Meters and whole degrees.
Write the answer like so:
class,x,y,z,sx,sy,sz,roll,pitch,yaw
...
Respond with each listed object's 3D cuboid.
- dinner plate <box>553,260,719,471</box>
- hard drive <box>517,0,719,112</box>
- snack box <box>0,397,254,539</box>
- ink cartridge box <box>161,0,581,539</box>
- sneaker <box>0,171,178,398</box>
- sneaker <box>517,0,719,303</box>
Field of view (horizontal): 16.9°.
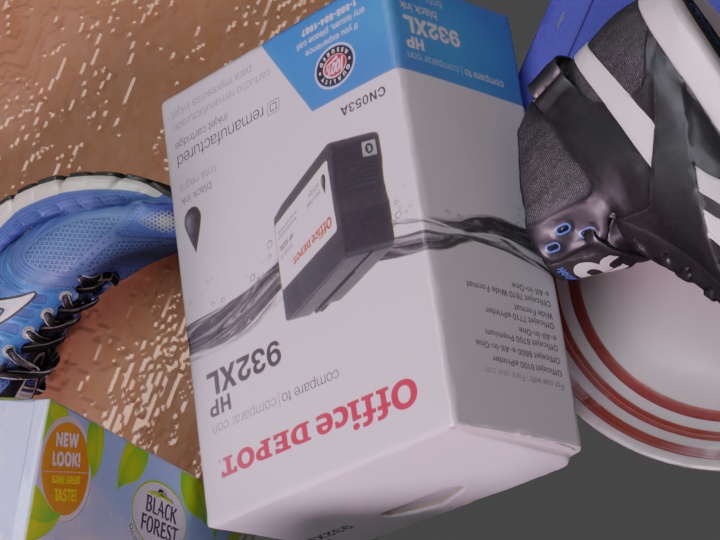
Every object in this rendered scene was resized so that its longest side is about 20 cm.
class,x,y,z,sx,sy,sz,roll,pitch,yaw
dinner plate,0.161,-0.011,1.020,0.200,0.024,0.200,-6,70,18
hard drive,0.167,-0.076,1.013,0.200,0.025,0.132,20,80,26
snack box,-0.118,0.154,0.973,0.068,0.200,0.169,1,72,21
ink cartridge box,0.000,0.000,1.019,0.145,0.084,0.200,-26,63,38
sneaker,-0.151,0.019,1.110,0.200,0.079,0.089,-24,72,21
sneaker,0.133,-0.006,0.962,0.112,0.073,0.200,-37,65,25
